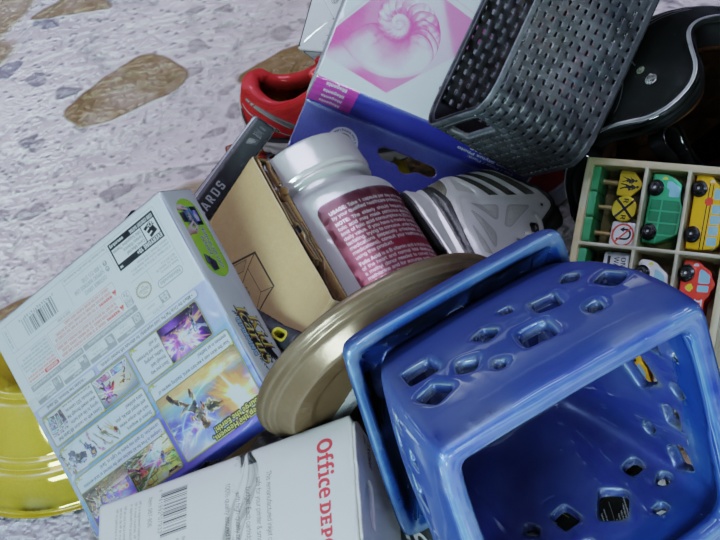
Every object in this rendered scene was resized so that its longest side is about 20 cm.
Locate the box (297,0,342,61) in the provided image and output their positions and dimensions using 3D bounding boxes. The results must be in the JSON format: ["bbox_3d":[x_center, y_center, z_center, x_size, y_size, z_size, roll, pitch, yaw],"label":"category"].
[{"bbox_3d":[0.046,-0.180,1.901,0.116,0.200,0.060,9,78,29],"label":"box"}]

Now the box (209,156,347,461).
[{"bbox_3d":[-0.094,0.041,1.657,0.021,0.200,0.164,10,36,-40],"label":"box"}]

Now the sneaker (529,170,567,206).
[{"bbox_3d":[0.179,-0.147,1.873,0.071,0.113,0.200,10,43,31],"label":"sneaker"}]

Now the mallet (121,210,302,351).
[{"bbox_3d":[-0.124,0.025,1.624,0.200,0.041,0.066,35,86,36],"label":"mallet"}]

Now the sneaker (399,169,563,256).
[{"bbox_3d":[0.124,-0.004,1.694,0.115,0.076,0.201,-24,63,-16],"label":"sneaker"}]

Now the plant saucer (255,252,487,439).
[{"bbox_3d":[0.019,0.062,1.521,0.200,0.200,0.030,-27,65,-14],"label":"plant saucer"}]

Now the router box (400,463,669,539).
[{"bbox_3d":[0.097,0.150,1.556,0.149,0.051,0.200,-38,40,-25],"label":"router box"}]

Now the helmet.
[{"bbox_3d":[0.261,-0.115,1.733,0.200,0.200,0.191,4,41,26],"label":"helmet"}]

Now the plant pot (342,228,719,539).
[{"bbox_3d":[0.110,0.102,1.415,0.200,0.200,0.180,-30,37,-16],"label":"plant pot"}]

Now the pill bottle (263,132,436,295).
[{"bbox_3d":[0.000,0.000,1.676,0.114,0.114,0.200,-26,67,-13],"label":"pill bottle"}]

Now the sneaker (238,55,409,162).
[{"bbox_3d":[-0.012,-0.141,1.831,0.200,0.085,0.077,-1,38,20],"label":"sneaker"}]

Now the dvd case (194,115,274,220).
[{"bbox_3d":[-0.143,-0.032,1.768,0.200,0.025,0.150,-55,5,-7],"label":"dvd case"}]

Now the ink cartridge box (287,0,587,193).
[{"bbox_3d":[0.066,-0.157,1.766,0.196,0.043,0.200,21,78,-5],"label":"ink cartridge box"}]

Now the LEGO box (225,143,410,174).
[{"bbox_3d":[-0.024,-0.046,1.848,0.149,0.077,0.200,-17,35,-1],"label":"LEGO box"}]

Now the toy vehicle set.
[{"bbox_3d":[0.212,0.019,1.612,0.124,0.027,0.200,5,78,28],"label":"toy vehicle set"}]

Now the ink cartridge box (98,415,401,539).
[{"bbox_3d":[-0.074,0.204,1.484,0.200,0.084,0.145,-21,40,14],"label":"ink cartridge box"}]

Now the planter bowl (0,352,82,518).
[{"bbox_3d":[-0.246,0.099,1.735,0.200,0.084,0.201,-11,35,8],"label":"planter bowl"}]

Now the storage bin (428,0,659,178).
[{"bbox_3d":[0.149,-0.183,1.686,0.200,0.094,0.135,-64,15,-11],"label":"storage bin"}]

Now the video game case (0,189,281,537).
[{"bbox_3d":[-0.160,0.069,1.605,0.200,0.182,0.045,-36,-15,29],"label":"video game case"}]
